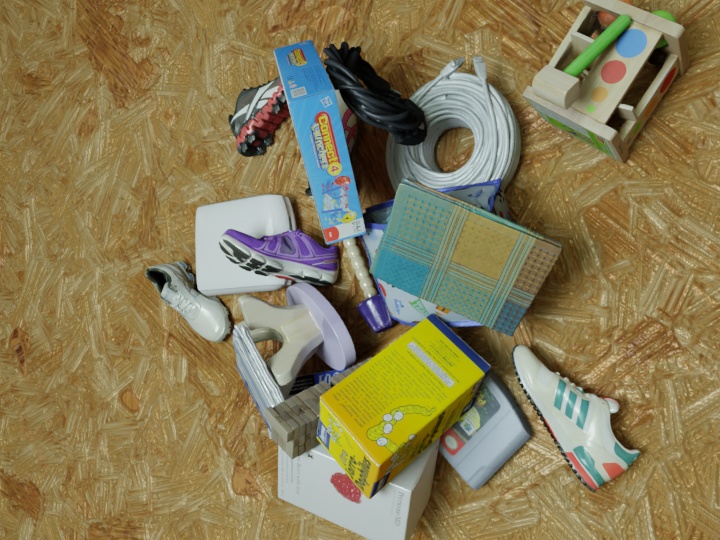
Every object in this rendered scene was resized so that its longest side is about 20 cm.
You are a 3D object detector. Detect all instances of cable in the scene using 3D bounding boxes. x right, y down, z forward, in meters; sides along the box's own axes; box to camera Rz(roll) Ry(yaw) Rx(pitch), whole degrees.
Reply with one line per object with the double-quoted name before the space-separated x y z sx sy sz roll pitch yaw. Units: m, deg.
"cable" 0.131 -0.179 0.879 0.199 0.069 0.202 -28 74 27
"cable" 0.019 -0.236 0.787 0.051 0.200 0.164 -39 81 24

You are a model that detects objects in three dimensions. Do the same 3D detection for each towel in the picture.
"towel" -0.152 0.174 0.919 0.024 0.200 0.148 -25 73 -19
"towel" 0.119 -0.013 0.727 0.198 0.022 0.148 23 126 4

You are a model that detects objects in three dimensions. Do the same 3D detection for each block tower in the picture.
"block tower" -0.036 0.186 0.838 0.054 0.199 0.058 32 127 39

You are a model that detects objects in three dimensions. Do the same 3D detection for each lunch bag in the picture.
"lunch bag" 0.106 -0.018 0.820 0.198 0.124 0.171 -8 117 27

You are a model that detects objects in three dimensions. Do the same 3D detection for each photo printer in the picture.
"photo printer" -0.197 -0.044 1.059 0.198 0.069 0.168 -4 85 30

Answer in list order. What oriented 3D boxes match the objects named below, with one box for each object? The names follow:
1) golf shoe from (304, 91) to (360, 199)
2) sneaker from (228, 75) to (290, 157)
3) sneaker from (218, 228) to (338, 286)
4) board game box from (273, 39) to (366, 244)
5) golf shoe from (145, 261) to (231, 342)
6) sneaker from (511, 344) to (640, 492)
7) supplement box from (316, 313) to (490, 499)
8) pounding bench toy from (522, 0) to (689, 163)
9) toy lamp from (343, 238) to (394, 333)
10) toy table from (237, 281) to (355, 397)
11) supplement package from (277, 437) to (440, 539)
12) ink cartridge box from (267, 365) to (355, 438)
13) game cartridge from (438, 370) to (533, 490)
"golf shoe" -0.050 -0.204 0.971 0.072 0.092 0.202 -6 81 38
"sneaker" -0.160 -0.296 1.054 0.200 0.071 0.098 -42 70 23
"sneaker" -0.128 -0.032 0.967 0.080 0.198 0.084 -20 58 59
"board game box" -0.055 -0.172 0.797 0.055 0.197 0.201 -16 38 -2
"golf shoe" -0.322 0.061 1.111 0.200 0.097 0.079 41 104 24
"sneaker" 0.275 0.173 0.780 0.093 0.070 0.201 -31 69 6
"supplement box" 0.053 0.169 0.774 0.109 0.199 0.109 43 149 25
"pounding bench toy" 0.289 -0.243 0.714 0.124 0.199 0.157 38 106 27
"toy lamp" 0.000 0.000 0.949 0.058 0.058 0.201 -32 72 24
"toy table" -0.105 0.101 0.923 0.200 0.116 0.186 16 128 64
"supplement package" -0.004 0.278 0.859 0.198 0.120 0.122 15 119 21
"ink cartridge box" -0.066 0.212 0.980 0.198 0.044 0.095 -14 81 28
"game cartridge" 0.141 0.190 0.867 0.200 0.041 0.133 46 105 24
